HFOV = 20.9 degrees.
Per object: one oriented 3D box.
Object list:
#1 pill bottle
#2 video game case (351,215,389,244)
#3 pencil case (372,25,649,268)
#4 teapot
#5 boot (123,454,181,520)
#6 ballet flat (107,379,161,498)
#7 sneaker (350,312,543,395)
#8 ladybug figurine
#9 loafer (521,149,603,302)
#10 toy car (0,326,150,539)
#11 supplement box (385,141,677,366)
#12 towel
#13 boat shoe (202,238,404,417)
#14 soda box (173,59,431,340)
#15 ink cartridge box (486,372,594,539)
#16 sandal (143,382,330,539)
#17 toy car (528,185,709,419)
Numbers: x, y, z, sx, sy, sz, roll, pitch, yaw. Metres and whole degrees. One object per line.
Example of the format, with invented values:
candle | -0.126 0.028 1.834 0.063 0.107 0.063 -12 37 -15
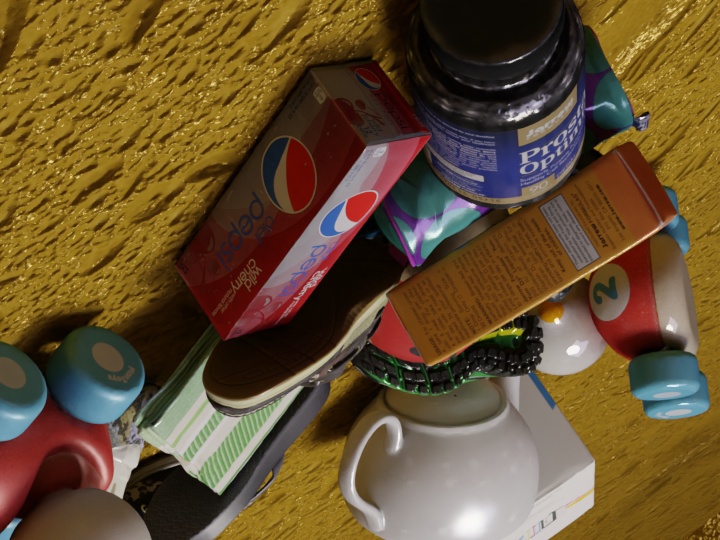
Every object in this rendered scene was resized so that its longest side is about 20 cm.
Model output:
pill bottle | 0.086 -0.124 1.223 0.112 0.112 0.200 -33 160 -5
video game case | 0.000 0.000 1.507 0.200 0.018 0.143 -21 155 -33
pencil case | 0.096 -0.086 1.366 0.200 0.085 0.092 -32 149 -6
teapot | 0.071 0.154 1.783 0.197 0.200 0.146 -1 113 -5
boot | -0.158 0.237 1.593 0.203 0.154 0.074 -15 153 -41
ballet flat | -0.218 0.164 1.463 0.200 0.072 0.072 -36 160 2
sneaker | 0.064 0.073 1.687 0.200 0.078 0.085 3 169 -42
ladybug figurine | 0.064 0.014 1.505 0.136 0.072 0.200 -28 159 -20
loafer | 0.158 -0.050 1.485 0.201 0.068 0.071 -61 164 -56
toy car | -0.210 0.173 1.280 0.177 0.200 0.184 -6 146 -52
supplement box | 0.118 -0.011 1.365 0.200 0.069 0.067 -34 177 20
towel | -0.091 0.084 1.442 0.153 0.023 0.200 -51 159 -9
boat shoe | -0.035 0.052 1.373 0.200 0.073 0.065 -37 143 -39
soda box | -0.040 -0.043 1.268 0.063 0.070 0.200 -14 152 -45
ink cartridge box | 0.143 0.199 1.992 0.144 0.147 0.200 -33 160 -6
sandal | -0.092 0.157 1.562 0.200 0.076 0.043 -46 132 -17
toy car | 0.202 0.041 1.765 0.199 0.185 0.177 -9 164 13
